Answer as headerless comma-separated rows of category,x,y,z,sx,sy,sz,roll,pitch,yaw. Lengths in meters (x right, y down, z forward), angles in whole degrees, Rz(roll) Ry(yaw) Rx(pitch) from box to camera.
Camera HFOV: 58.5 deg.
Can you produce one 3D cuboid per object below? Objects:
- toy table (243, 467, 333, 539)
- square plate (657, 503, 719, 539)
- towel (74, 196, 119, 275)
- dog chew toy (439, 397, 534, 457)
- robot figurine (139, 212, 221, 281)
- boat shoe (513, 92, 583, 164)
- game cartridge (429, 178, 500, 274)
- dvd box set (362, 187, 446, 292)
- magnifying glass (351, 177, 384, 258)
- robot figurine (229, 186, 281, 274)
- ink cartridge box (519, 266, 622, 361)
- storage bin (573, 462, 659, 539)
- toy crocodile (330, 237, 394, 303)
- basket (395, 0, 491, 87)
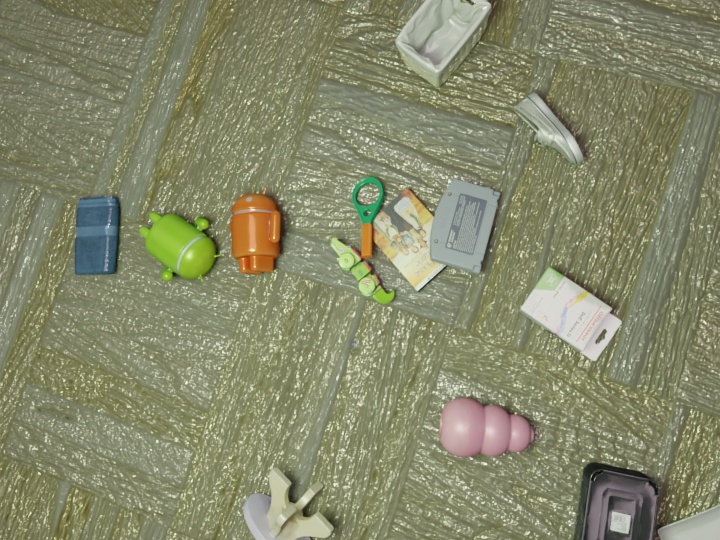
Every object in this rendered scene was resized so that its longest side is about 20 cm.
toy table,-0.153,0.542,1.414,0.199,0.184,0.117,38,108,4
square plate,0.742,0.586,1.312,0.197,0.028,0.202,-26,80,7
towel,-0.667,-0.087,1.632,0.110,0.049,0.202,-1,83,10
dog chew toy,0.272,0.343,1.382,0.198,0.125,0.126,7,84,2
robot figurine,-0.435,-0.059,1.552,0.199,0.116,0.176,33,85,12
boat shoe,0.424,-0.311,1.454,0.065,0.072,0.201,-36,78,9
game cartridge,0.230,-0.103,1.459,0.132,0.041,0.202,18,75,2
dvd box set,0.122,-0.071,1.498,0.146,0.029,0.200,-41,78,3
magnifying glass,0.017,-0.126,1.504,0.079,0.022,0.202,-7,66,21
robot figurine,-0.251,-0.094,1.525,0.115,0.144,0.202,-1,83,-13
ink cartridge box,0.461,0.097,1.399,0.199,0.067,0.118,35,90,12
storage bin,0.525,0.514,1.326,0.134,0.094,0.202,9,86,11
toy crocodile,0.000,0.000,1.494,0.062,0.068,0.200,-39,81,-2
basket,0.194,-0.547,1.495,0.135,0.123,0.200,40,92,12
